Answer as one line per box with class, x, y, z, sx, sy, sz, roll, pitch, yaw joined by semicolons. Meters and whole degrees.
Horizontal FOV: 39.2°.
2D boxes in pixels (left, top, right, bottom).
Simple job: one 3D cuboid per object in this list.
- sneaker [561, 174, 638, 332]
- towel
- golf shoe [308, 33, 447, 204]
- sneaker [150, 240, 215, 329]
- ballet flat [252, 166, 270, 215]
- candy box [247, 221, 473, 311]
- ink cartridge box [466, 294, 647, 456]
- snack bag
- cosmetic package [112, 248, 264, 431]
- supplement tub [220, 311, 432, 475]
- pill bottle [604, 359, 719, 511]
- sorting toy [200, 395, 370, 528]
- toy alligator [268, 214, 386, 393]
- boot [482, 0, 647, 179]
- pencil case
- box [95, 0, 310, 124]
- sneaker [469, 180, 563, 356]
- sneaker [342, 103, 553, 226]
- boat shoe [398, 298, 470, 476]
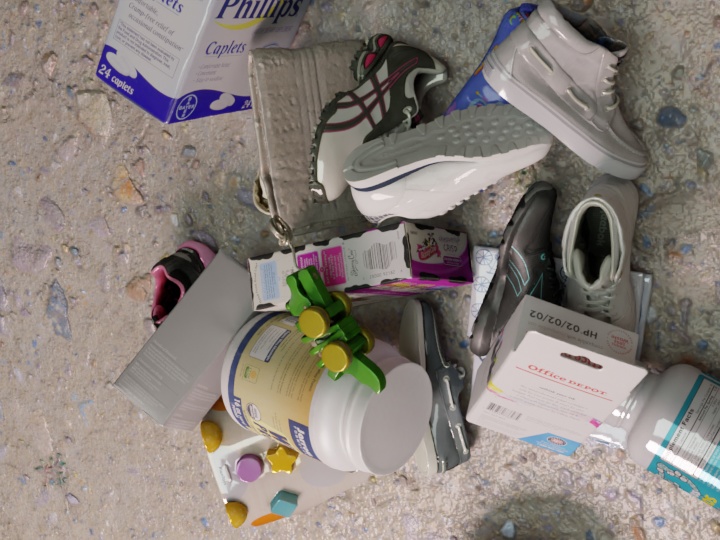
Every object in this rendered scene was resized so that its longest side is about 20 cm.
sneaker;0.220;0.017;0.962;0.074;0.116;0.200;5;107;24
towel;-0.045;-0.141;1.079;0.034;0.132;0.200;15;114;63
golf shoe;0.013;-0.150;1.014;0.088;0.077;0.200;20;70;18
sneaker;-0.227;0.067;1.248;0.079;0.095;0.200;10;110;24
ballet flat;-0.076;-0.149;1.121;0.069;0.069;0.200;28;115;18
candy box;0.000;0.000;1.076;0.200;0.136;0.061;-13;80;31
ink cartridge box;0.186;0.095;0.962;0.115;0.068;0.200;19;147;-1
snack bag;0.200;0.081;1.068;0.188;0.021;0.200;11;109;24
cosmetic package;-0.179;0.084;1.172;0.090;0.107;0.200;34;84;16
supplement tub;-0.037;0.131;1.095;0.200;0.144;0.145;16;112;38
pill bottle;0.334;0.162;0.968;0.200;0.111;0.111;29;116;19
sorting toy;-0.085;0.214;1.230;0.180;0.107;0.200;-17;96;11
toy alligator;-0.046;0.042;0.993;0.054;0.059;0.200;-34;89;32
boot;0.213;-0.162;0.916;0.200;0.074;0.096;27;123;-27
pencil case;0.134;-0.167;0.996;0.087;0.078;0.200;30;118;-10
box;-0.151;-0.270;1.057;0.105;0.184;0.200;35;118;16
sneaker;0.171;0.006;1.019;0.079;0.075;0.200;20;119;13
sneaker;0.087;-0.097;0.965;0.200;0.076;0.081;-11;131;17
boat shoe;0.085;0.128;1.132;0.062;0.073;0.200;-8;96;-14
